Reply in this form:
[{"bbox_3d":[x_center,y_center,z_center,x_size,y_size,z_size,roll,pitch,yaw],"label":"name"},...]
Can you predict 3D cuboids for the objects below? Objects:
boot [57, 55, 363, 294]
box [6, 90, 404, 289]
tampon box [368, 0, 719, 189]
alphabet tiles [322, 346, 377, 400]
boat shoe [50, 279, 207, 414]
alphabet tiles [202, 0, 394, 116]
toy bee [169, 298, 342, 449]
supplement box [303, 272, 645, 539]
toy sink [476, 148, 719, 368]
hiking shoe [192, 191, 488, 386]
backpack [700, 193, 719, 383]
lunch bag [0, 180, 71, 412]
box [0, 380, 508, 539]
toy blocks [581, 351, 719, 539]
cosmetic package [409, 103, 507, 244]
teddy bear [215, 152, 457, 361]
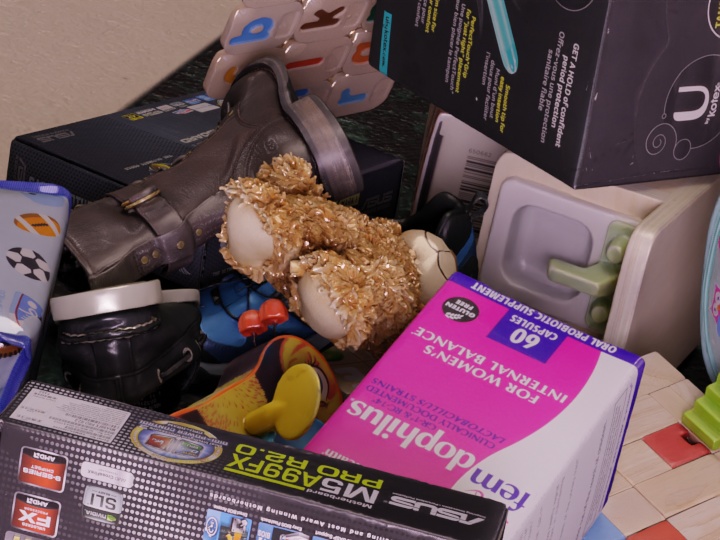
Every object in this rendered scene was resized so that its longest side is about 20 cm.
[{"bbox_3d":[-0.103,-0.047,1.457,0.174,0.069,0.200,-25,18,-10],"label":"boot"},{"bbox_3d":[-0.093,-0.053,1.617,0.158,0.051,0.200,24,26,31],"label":"box"},{"bbox_3d":[0.119,-0.153,1.481,0.126,0.150,0.200,-8,28,-35],"label":"tampon box"},{"bbox_3d":[0.002,0.029,1.532,0.200,0.008,0.167,-5,28,-34],"label":"alphabet tiles"},{"bbox_3d":[-0.111,0.043,1.303,0.074,0.066,0.199,-10,-3,-4],"label":"boat shoe"},{"bbox_3d":[0.001,-0.160,1.595,0.196,0.200,0.015,-14,59,-31],"label":"alphabet tiles"},{"bbox_3d":[-0.054,0.074,1.274,0.131,0.109,0.200,-24,-9,24],"label":"toy bee"},{"bbox_3d":[0.032,0.108,1.164,0.101,0.103,0.200,25,46,17],"label":"supplement box"},{"bbox_3d":[0.131,-0.006,1.500,0.112,0.130,0.200,19,25,18],"label":"toy sink"},{"bbox_3d":[-0.030,0.004,1.440,0.200,0.087,0.074,-10,31,-16],"label":"hiking shoe"},{"bbox_3d":[0.269,0.007,1.347,0.200,0.176,0.153,-3,17,-24],"label":"backpack"},{"bbox_3d":[-0.253,0.023,1.279,0.200,0.124,0.170,12,25,-6],"label":"lunch bag"},{"bbox_3d":[-0.055,0.145,1.040,0.200,0.160,0.044,15,22,6],"label":"box"},{"bbox_3d":[0.135,0.121,1.290,0.137,0.100,0.200,-19,45,-29],"label":"toy blocks"},{"bbox_3d":[0.084,-0.077,1.690,0.087,0.103,0.200,13,20,0],"label":"cosmetic package"},{"bbox_3d":[0.000,0.000,1.302,0.145,0.067,0.200,41,6,37],"label":"teddy bear"}]
